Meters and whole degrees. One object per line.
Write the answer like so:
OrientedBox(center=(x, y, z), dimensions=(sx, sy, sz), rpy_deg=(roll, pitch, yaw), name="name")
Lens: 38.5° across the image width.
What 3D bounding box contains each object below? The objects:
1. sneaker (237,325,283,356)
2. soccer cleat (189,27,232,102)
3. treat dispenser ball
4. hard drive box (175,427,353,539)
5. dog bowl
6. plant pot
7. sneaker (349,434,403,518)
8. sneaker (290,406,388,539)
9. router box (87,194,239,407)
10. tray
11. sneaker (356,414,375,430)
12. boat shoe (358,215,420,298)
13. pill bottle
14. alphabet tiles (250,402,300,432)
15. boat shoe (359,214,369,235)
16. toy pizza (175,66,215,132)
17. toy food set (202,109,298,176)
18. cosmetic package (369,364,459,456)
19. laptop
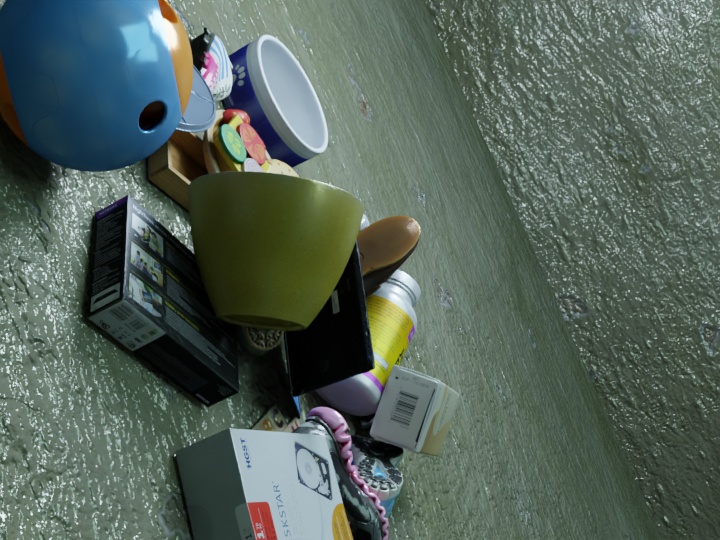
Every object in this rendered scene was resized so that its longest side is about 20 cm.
OrientedBox(center=(-0.135, 0.009, 1.273), dimensions=(0.090, 0.066, 0.203), rpy_deg=(135, -47, -65), name="sneaker")
OrientedBox(center=(-0.209, -0.261, 1.427), dimensions=(0.087, 0.069, 0.201), rpy_deg=(52, 23, -32), name="soccer cleat")
OrientedBox(center=(-0.265, -0.200, 1.019), dimensions=(0.201, 0.199, 0.202), rpy_deg=(52, 24, -34), name="treat dispenser ball")
OrientedBox(center=(-0.096, 0.259, 1.105), dimensions=(0.199, 0.076, 0.157), rpy_deg=(19, 50, -61), name="hard drive box")
OrientedBox(center=(-0.134, -0.259, 1.607), dimensions=(0.201, 0.078, 0.201), rpy_deg=(52, 24, -35), name="dog bowl")
OrientedBox(center=(-0.100, -0.012, 1.143), dimensions=(0.200, 0.198, 0.144), rpy_deg=(26, 67, -61), name="plant pot")
OrientedBox(center=(0.011, 0.287, 1.392), dimensions=(0.200, 0.077, 0.091), rpy_deg=(-73, 177, -79), name="sneaker")
OrientedBox(center=(-0.038, 0.275, 1.265), dimensions=(0.095, 0.079, 0.202), rpy_deg=(-26, 92, -49), name="sneaker")
OrientedBox(center=(-0.208, 0.036, 1.117), dimensions=(0.200, 0.051, 0.150), rpy_deg=(48, 25, -43), name="router box")
OrientedBox(center=(-0.200, -0.111, 1.332), dimensions=(0.200, 0.037, 0.099), rpy_deg=(43, 29, -49), name="tray")
OrientedBox(center=(-0.001, 0.140, 1.505), dimensions=(0.082, 0.077, 0.202), rpy_deg=(-8, 75, -63), name="sneaker")
OrientedBox(center=(0.000, 0.000, 1.416), dimensions=(0.070, 0.199, 0.071), rpy_deg=(46, -21, 25), name="boat shoe")
OrientedBox(center=(0.016, 0.095, 1.444), dimensions=(0.104, 0.103, 0.201), rpy_deg=(52, 51, -33), name="pill bottle")
OrientedBox(center=(-0.077, 0.268, 1.257), dimensions=(0.202, 0.006, 0.166), rpy_deg=(64, 20, -6), name="alphabet tiles")
OrientedBox(center=(-0.053, -0.090, 1.501), dimensions=(0.199, 0.072, 0.071), rpy_deg=(7, -49, 60), name="boat shoe")
OrientedBox(center=(-0.264, -0.237, 1.261), dimensions=(0.199, 0.032, 0.201), rpy_deg=(34, 28, -21), name="toy pizza")
OrientedBox(center=(-0.141, -0.125, 1.375), dimensions=(0.201, 0.048, 0.198), rpy_deg=(60, 21, -19), name="toy food set")
OrientedBox(center=(0.081, 0.202, 1.455), dimensions=(0.200, 0.070, 0.106), rpy_deg=(37, 72, -73), name="cosmetic package")
OrientedBox(center=(-0.045, 0.071, 1.283), dimensions=(0.103, 0.199, 0.179), rpy_deg=(18, 56, -50), name="laptop")
